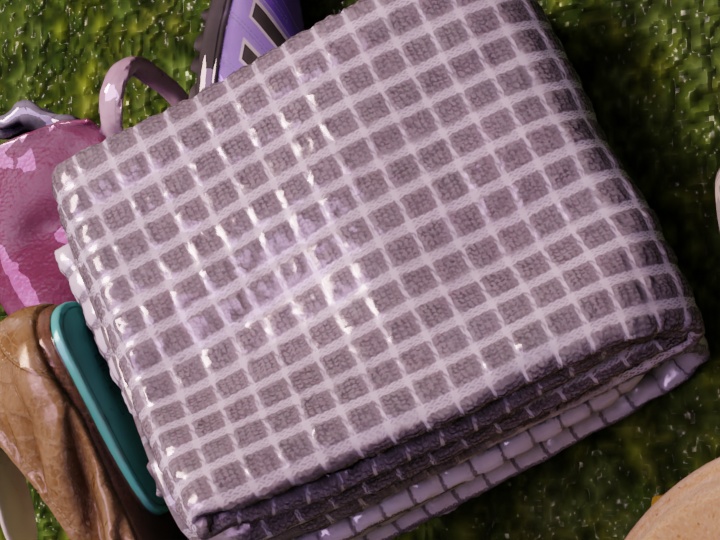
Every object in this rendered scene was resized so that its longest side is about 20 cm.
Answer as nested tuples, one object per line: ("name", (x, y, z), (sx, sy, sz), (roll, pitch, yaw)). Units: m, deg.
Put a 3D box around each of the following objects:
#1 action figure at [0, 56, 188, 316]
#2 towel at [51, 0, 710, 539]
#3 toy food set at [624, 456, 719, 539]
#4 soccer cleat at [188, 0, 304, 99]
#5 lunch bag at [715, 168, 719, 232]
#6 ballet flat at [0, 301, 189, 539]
("action figure", (-0.100, 0.039, 0.945), (0.149, 0.134, 0.200), (-27, 65, 21))
("towel", (0.000, 0.000, 0.815), (0.200, 0.086, 0.166), (-26, 69, 1))
("toy food set", (0.154, 0.147, 0.747), (0.200, 0.049, 0.198), (-1, 87, 42))
("soccer cleat", (-0.026, -0.031, 0.915), (0.073, 0.068, 0.200), (-2, 78, 14))
("lunch bag", (0.198, -0.042, 0.662), (0.200, 0.139, 0.168), (-53, 33, 26))
("ballet flat", (-0.088, 0.108, 0.864), (0.072, 0.068, 0.200), (-32, 91, 20))
